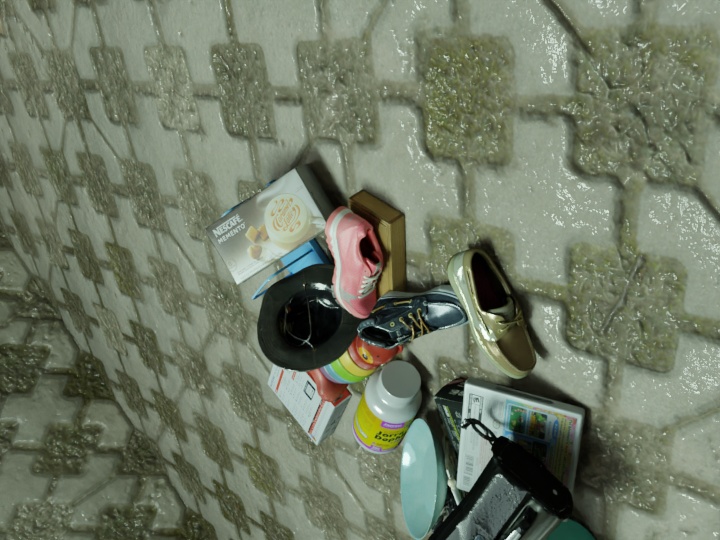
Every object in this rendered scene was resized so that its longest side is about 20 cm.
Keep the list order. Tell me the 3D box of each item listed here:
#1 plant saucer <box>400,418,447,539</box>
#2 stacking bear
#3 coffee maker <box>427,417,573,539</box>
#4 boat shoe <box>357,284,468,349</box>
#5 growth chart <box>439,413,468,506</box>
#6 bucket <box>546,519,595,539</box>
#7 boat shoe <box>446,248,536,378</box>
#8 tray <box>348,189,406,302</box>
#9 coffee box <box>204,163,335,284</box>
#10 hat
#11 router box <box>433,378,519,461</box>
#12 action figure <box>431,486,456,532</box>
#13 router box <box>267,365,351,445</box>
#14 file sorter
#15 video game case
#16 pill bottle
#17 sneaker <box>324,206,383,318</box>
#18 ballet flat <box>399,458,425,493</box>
[{"bbox_3d":[0.115,0.359,1.662,0.201,0.038,0.206,-175,90,-77],"label":"plant saucer"},{"bbox_3d":[-0.005,0.142,1.712,0.199,0.113,0.123,-27,98,49],"label":"stacking bear"},{"bbox_3d":[0.183,0.355,1.413,0.192,0.134,0.201,48,113,33],"label":"coffee maker"},{"bbox_3d":[0.088,0.080,1.500,0.198,0.091,0.072,-6,121,44],"label":"boat shoe"},{"bbox_3d":[0.166,0.351,1.622,0.201,0.017,0.147,-89,-23,-63],"label":"growth chart"},{"bbox_3d":[0.283,0.489,1.512,0.209,0.206,0.134,57,142,-1],"label":"bucket"},{"bbox_3d":[0.192,0.060,1.370,0.202,0.073,0.066,57,156,1],"label":"boat shoe"},{"bbox_3d":[0.028,-0.023,1.578,0.098,0.037,0.203,34,142,36],"label":"tray"},{"bbox_3d":[-0.149,-0.078,1.639,0.198,0.080,0.116,-30,93,19],"label":"coffee box"},{"bbox_3d":[-0.077,0.092,1.663,0.200,0.201,0.081,39,175,28],"label":"hat"},{"bbox_3d":[0.215,0.279,1.552,0.149,0.062,0.203,5,122,55],"label":"router box"},{"bbox_3d":[0.157,0.453,1.746,0.117,0.103,0.202,11,137,25],"label":"action figure"},{"bbox_3d":[-0.112,0.250,2.031,0.180,0.048,0.201,49,149,16],"label":"router box"},{"bbox_3d":[-0.168,-0.030,1.781,0.202,0.122,0.139,55,151,4],"label":"file sorter"},{"bbox_3d":[0.237,0.270,1.450,0.179,0.024,0.204,13,120,21],"label":"video game case"},{"bbox_3d":[0.050,0.241,1.723,0.104,0.104,0.201,46,149,19],"label":"pill bottle"},{"bbox_3d":[0.000,0.000,1.535,0.086,0.073,0.203,21,135,41],"label":"sneaker"},{"bbox_3d":[0.106,0.388,1.816,0.073,0.073,0.202,39,148,28],"label":"ballet flat"}]
